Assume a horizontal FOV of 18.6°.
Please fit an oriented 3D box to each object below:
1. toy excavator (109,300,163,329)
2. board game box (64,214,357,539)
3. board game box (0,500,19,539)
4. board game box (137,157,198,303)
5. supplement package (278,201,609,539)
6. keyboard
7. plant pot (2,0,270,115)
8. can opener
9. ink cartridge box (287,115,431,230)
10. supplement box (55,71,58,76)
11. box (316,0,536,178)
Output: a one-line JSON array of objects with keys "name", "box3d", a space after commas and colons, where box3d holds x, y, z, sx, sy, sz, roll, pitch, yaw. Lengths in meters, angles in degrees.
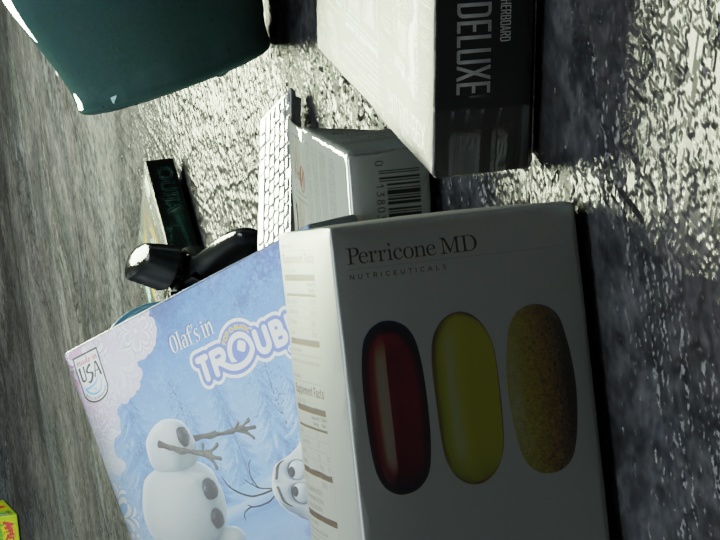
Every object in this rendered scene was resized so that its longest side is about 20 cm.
[{"name": "toy excavator", "box3d": [-0.098, 0.073, 1.470, 0.195, 0.100, 0.200, 50, 152, 26]}, {"name": "board game box", "box3d": [-0.048, 0.100, 1.146, 0.200, 0.043, 0.199, -27, 80, 39]}, {"name": "board game box", "box3d": [-0.575, 0.429, 3.507, 0.200, 0.047, 0.102, -178, 81, -75]}, {"name": "board game box", "box3d": [-0.146, 0.028, 1.783, 0.135, 0.028, 0.200, 103, 155, -52]}, {"name": "supplement package", "box3d": [0.036, 0.075, 0.967, 0.110, 0.113, 0.201, 180, 83, -76]}, {"name": "keyboard", "box3d": [-0.052, -0.011, 1.361, 0.056, 0.011, 0.201, -33, 52, 56]}, {"name": "plant pot", "box3d": [-0.147, -0.208, 1.411, 0.200, 0.200, 0.188, -159, 48, -73]}, {"name": "can opener", "box3d": [-0.111, 0.008, 1.588, 0.200, 0.078, 0.064, 170, 101, -66]}, {"name": "ink cartridge box", "box3d": [0.000, 0.000, 1.219, 0.200, 0.047, 0.161, -136, 41, -76]}, {"name": "supplement box", "box3d": [-0.249, -0.281, 1.968, 0.109, 0.061, 0.201, 168, 96, -75]}, {"name": "box", "box3d": [0.026, -0.151, 1.027, 0.200, 0.050, 0.158, -127, 33, -62]}]
